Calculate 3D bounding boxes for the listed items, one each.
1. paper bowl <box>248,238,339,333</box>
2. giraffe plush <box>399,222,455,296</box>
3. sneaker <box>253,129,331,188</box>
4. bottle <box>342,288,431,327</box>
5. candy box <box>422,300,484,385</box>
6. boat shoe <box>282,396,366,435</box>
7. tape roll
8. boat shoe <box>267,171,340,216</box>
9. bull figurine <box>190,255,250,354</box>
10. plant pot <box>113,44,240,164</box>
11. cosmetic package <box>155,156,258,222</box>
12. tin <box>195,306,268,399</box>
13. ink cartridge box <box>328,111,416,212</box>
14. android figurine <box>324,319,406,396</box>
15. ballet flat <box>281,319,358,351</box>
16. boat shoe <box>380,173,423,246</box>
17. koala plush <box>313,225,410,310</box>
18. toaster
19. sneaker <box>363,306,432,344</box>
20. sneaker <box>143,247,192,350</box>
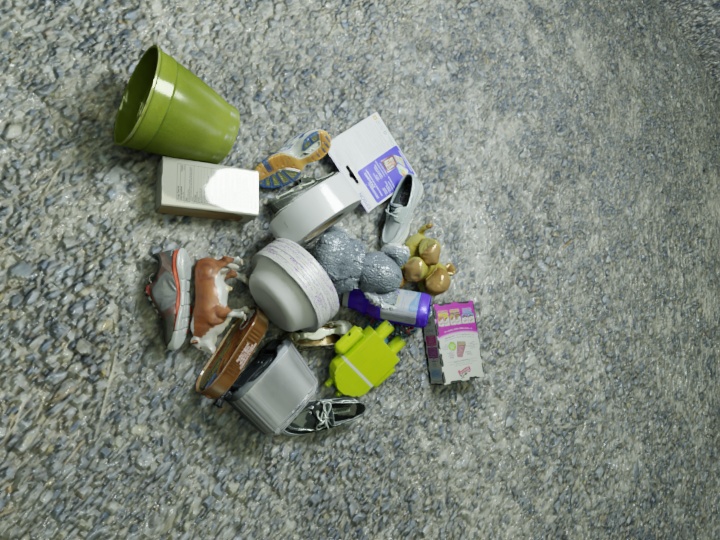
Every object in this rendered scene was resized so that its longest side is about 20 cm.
[{"bbox_3d":[-0.148,0.042,1.112,0.104,0.201,0.201,-40,101,-26],"label":"paper bowl"},{"bbox_3d":[0.157,0.001,1.352,0.162,0.172,0.200,50,26,-24],"label":"giraffe plush"},{"bbox_3d":[-0.161,-0.256,1.251,0.200,0.088,0.075,-32,122,-10],"label":"sneaker"},{"bbox_3d":[0.059,0.078,1.258,0.200,0.065,0.084,10,41,11],"label":"bottle"},{"bbox_3d":[0.234,0.182,1.394,0.136,0.061,0.200,-2,81,-31],"label":"candy box"},{"bbox_3d":[-0.080,0.316,1.182,0.199,0.068,0.074,2,79,-30],"label":"boat shoe"},{"bbox_3d":[-0.098,-0.120,1.175,0.202,0.202,0.071,-36,91,-30],"label":"tape roll"},{"bbox_3d":[-0.123,-0.187,1.252,0.200,0.071,0.064,-37,94,-30],"label":"boat shoe"},{"bbox_3d":[-0.286,0.064,1.095,0.121,0.065,0.200,-8,76,3],"label":"bull figurine"},{"bbox_3d":[-0.353,-0.304,1.086,0.193,0.200,0.201,20,71,-38],"label":"plant pot"},{"bbox_3d":[-0.316,-0.164,1.135,0.200,0.071,0.105,6,78,-29],"label":"cosmetic package"},{"bbox_3d":[-0.253,0.163,1.088,0.042,0.112,0.200,43,63,-27],"label":"tin"},{"bbox_3d":[0.020,-0.269,1.367,0.200,0.043,0.198,-39,101,-32],"label":"ink cartridge box"},{"bbox_3d":[0.009,0.204,1.228,0.200,0.041,0.182,-43,128,-3],"label":"android figurine"},{"bbox_3d":[-0.075,0.143,1.212,0.200,0.075,0.068,-5,72,-31],"label":"ballet flat"},{"bbox_3d":[0.092,-0.148,1.349,0.072,0.070,0.201,39,71,-53],"label":"boat shoe"},{"bbox_3d":[0.000,0.000,1.186,0.200,0.184,0.178,18,71,4],"label":"koala plush"},{"bbox_3d":[-0.183,0.243,1.111,0.129,0.114,0.200,51,60,-15],"label":"toaster"},{"bbox_3d":[0.090,0.126,1.301,0.200,0.095,0.079,-33,98,-31],"label":"sneaker"},{"bbox_3d":[-0.380,0.056,1.072,0.082,0.077,0.200,0,79,-3],"label":"sneaker"}]
